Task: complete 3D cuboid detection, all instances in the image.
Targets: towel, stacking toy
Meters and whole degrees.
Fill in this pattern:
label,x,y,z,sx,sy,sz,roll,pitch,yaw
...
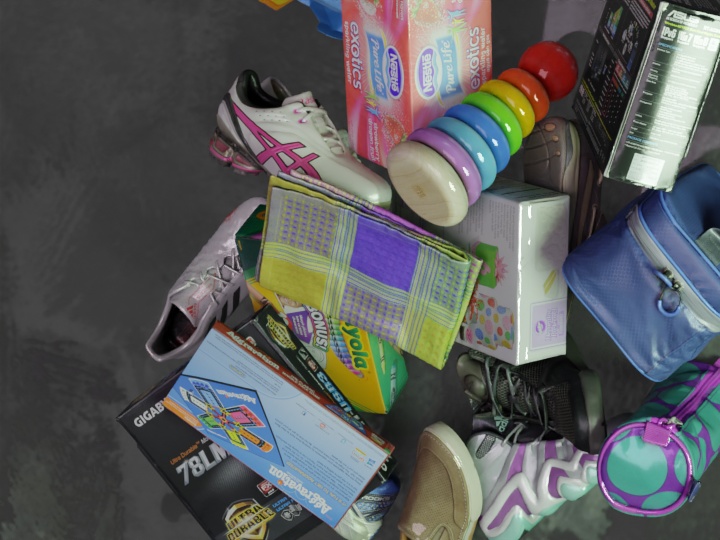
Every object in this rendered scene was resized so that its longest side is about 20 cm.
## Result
label,x,y,z,sx,sy,sz,roll,pitch,yaw
towel,0.000,0.000,1.671,0.200,0.023,0.144,25,134,9
stacking toy,0.117,-0.129,1.627,0.085,0.200,0.085,38,156,20

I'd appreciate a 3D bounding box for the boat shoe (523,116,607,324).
label,x,y,z,sx,sy,sz,roll,pitch,yaw
boat shoe,0.186,-0.037,1.680,0.074,0.073,0.200,28,116,55

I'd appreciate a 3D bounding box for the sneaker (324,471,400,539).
label,x,y,z,sx,sy,sz,roll,pitch,yaw
sneaker,-0.042,0.171,1.853,0.200,0.077,0.085,40,112,1

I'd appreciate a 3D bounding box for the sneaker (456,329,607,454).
label,x,y,z,sx,sy,sz,roll,pitch,yaw
sneaker,0.151,0.112,1.657,0.114,0.199,0.076,-9,113,-7

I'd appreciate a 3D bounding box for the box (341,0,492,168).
label,x,y,z,sx,sy,sz,roll,pitch,yaw
box,0.051,-0.193,1.662,0.103,0.095,0.200,29,131,46

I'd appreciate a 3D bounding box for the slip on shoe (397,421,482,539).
label,x,y,z,sx,sy,sz,roll,pitch,yaw
slip on shoe,0.066,0.233,1.780,0.076,0.061,0.200,40,142,37

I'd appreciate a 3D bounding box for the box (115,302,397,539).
label,x,y,z,sx,sy,sz,roll,pitch,yaw
box,-0.100,0.162,1.797,0.200,0.050,0.199,-35,98,28

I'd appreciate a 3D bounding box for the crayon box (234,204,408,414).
label,x,y,z,sx,sy,sz,roll,pitch,yaw
crayon box,-0.035,0.037,1.778,0.119,0.058,0.200,6,128,26

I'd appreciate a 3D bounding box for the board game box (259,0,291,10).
label,x,y,z,sx,sy,sz,roll,pitch,yaw
board game box,-0.068,-0.375,1.615,0.200,0.200,0.200,-32,79,12

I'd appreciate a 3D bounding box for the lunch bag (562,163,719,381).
label,x,y,z,sx,sy,sz,roll,pitch,yaw
lunch bag,0.271,-0.007,1.583,0.132,0.200,0.136,-41,86,25

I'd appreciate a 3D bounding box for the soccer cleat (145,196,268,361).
label,x,y,z,sx,sy,sz,roll,pitch,yaw
soccer cleat,-0.143,0.013,1.849,0.069,0.085,0.200,43,116,11

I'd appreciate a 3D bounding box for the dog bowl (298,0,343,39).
label,x,y,z,sx,sy,sz,roll,pitch,yaw
dog bowl,-0.041,-0.292,1.748,0.200,0.050,0.112,30,113,17

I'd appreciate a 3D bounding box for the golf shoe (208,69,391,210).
label,x,y,z,sx,sy,sz,roll,pitch,yaw
golf shoe,-0.053,-0.112,1.704,0.200,0.073,0.092,28,113,27

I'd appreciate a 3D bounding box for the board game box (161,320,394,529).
label,x,y,z,sx,sy,sz,roll,pitch,yaw
board game box,-0.077,0.143,1.743,0.200,0.019,0.103,36,116,2

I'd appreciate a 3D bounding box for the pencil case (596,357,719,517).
label,x,y,z,sx,sy,sz,roll,pitch,yaw
pencil case,0.269,0.141,1.619,0.085,0.200,0.093,32,114,12

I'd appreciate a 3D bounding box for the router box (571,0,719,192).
label,x,y,z,sx,sy,sz,roll,pitch,yaw
router box,0.237,-0.169,1.563,0.062,0.200,0.150,13,111,-7

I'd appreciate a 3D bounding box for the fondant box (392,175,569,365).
label,x,y,z,sx,sy,sz,roll,pitch,yaw
fondant box,0.104,-0.011,1.689,0.200,0.058,0.145,21,115,56

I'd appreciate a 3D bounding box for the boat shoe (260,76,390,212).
label,x,y,z,sx,sy,sz,roll,pitch,yaw
boat shoe,-0.035,-0.104,1.778,0.200,0.071,0.069,43,118,12

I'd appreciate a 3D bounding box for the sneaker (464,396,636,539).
label,x,y,z,sx,sy,sz,roll,pitch,yaw
sneaker,0.155,0.155,1.746,0.200,0.078,0.140,-41,84,27
